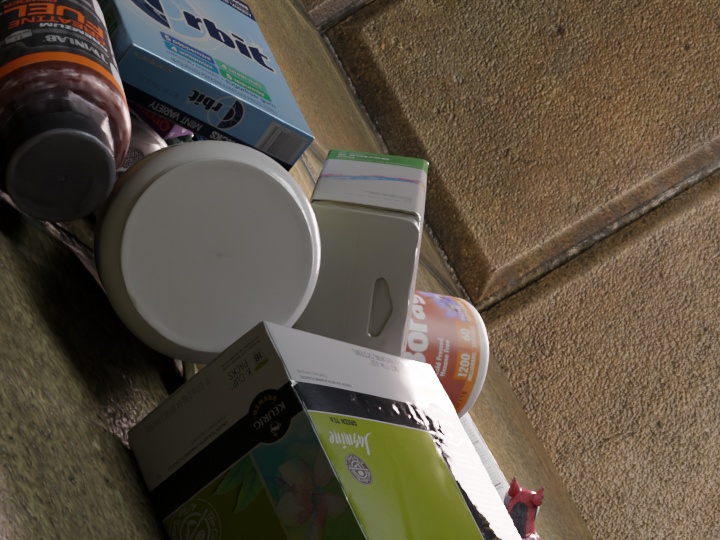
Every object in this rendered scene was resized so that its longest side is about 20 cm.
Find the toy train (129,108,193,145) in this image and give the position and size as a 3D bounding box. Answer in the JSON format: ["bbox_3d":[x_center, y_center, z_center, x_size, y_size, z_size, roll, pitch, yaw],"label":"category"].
[{"bbox_3d":[-0.201,-0.136,1.618,0.114,0.085,0.200,33,25,-52],"label":"toy train"}]

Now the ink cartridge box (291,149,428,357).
[{"bbox_3d":[0.000,0.000,1.536,0.200,0.087,0.146,-82,180,-75],"label":"ink cartridge box"}]

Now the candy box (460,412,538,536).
[{"bbox_3d":[0.083,0.216,1.898,0.200,0.061,0.136,61,-29,10],"label":"candy box"}]

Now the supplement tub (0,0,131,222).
[{"bbox_3d":[-0.210,-0.116,1.359,0.107,0.107,0.200,53,9,-39],"label":"supplement tub"}]

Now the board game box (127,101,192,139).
[{"bbox_3d":[-0.146,-0.160,1.604,0.120,0.032,0.200,40,20,11],"label":"board game box"}]

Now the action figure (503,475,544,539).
[{"bbox_3d":[0.119,0.263,1.709,0.134,0.149,0.201,26,-57,48],"label":"action figure"}]

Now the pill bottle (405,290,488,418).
[{"bbox_3d":[0.000,0.065,1.731,0.199,0.112,0.112,9,38,-32],"label":"pill bottle"}]

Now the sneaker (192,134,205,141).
[{"bbox_3d":[-0.138,-0.129,1.696,0.200,0.073,0.082,53,-38,29],"label":"sneaker"}]

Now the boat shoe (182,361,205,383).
[{"bbox_3d":[-0.085,0.042,1.536,0.200,0.065,0.072,-68,154,-60],"label":"boat shoe"}]

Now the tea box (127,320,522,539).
[{"bbox_3d":[-0.011,0.160,1.309,0.200,0.134,0.197,18,38,-54],"label":"tea box"}]

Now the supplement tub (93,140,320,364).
[{"bbox_3d":[-0.104,-0.014,1.370,0.145,0.145,0.200,58,-6,-7],"label":"supplement tub"}]

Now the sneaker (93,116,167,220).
[{"bbox_3d":[-0.155,-0.040,1.531,0.200,0.075,0.082,52,8,-45],"label":"sneaker"}]

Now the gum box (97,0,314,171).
[{"bbox_3d":[-0.136,-0.172,1.546,0.170,0.045,0.200,26,24,-34],"label":"gum box"}]
